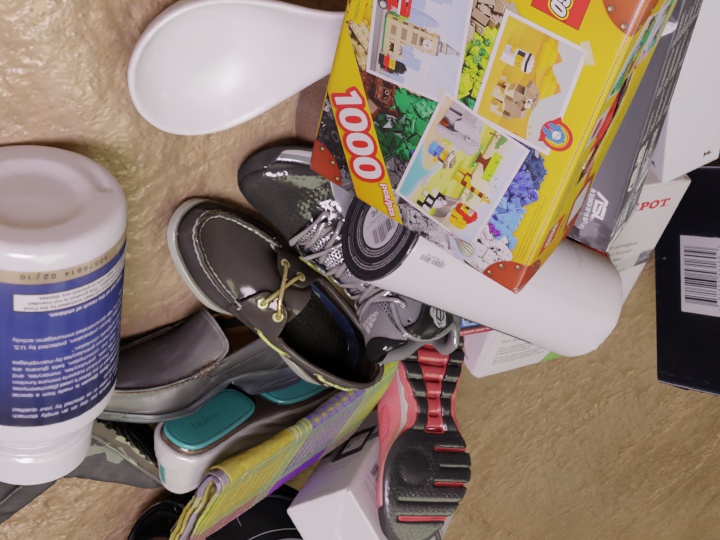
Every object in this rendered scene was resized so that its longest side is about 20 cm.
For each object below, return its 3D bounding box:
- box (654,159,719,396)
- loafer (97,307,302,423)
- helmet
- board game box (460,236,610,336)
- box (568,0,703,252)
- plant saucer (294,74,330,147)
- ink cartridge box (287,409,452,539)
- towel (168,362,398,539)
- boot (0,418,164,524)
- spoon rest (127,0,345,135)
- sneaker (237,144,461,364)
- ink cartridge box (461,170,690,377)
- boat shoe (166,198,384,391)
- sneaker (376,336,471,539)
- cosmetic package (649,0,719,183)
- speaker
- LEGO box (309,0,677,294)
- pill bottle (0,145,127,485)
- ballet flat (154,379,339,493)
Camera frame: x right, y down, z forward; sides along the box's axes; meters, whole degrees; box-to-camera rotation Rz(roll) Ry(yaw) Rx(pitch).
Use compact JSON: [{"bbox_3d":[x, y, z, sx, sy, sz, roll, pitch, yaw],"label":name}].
[{"bbox_3d":[0.373,-0.001,1.050,0.198,0.123,0.201,-7,99,-32],"label":"box"},{"bbox_3d":[-0.122,0.057,0.868,0.199,0.073,0.073,-14,132,-39],"label":"loafer"},{"bbox_3d":[-0.099,0.284,1.031,0.190,0.200,0.200,13,124,-41],"label":"helmet"},{"bbox_3d":[0.091,0.004,0.900,0.199,0.019,0.103,-11,126,19],"label":"board game box"},{"bbox_3d":[0.107,-0.123,0.699,0.050,0.157,0.201,-48,157,-36],"label":"box"},{"bbox_3d":[0.050,-0.121,0.819,0.199,0.032,0.201,-20,141,-17],"label":"plant saucer"},{"bbox_3d":[0.022,0.200,1.044,0.066,0.116,0.200,-25,-169,26],"label":"ink cartridge box"},{"bbox_3d":[-0.059,0.143,0.925,0.200,0.023,0.144,-31,162,-36],"label":"towel"},{"bbox_3d":[-0.261,0.170,0.882,0.200,0.073,0.182,-44,129,4],"label":"boot"},{"bbox_3d":[-0.045,-0.142,0.696,0.199,0.061,0.100,-28,144,-9],"label":"spoon rest"},{"bbox_3d":[0.000,0.000,0.801,0.199,0.116,0.075,26,140,-26],"label":"sneaker"},{"bbox_3d":[0.162,-0.018,0.977,0.145,0.084,0.201,-10,138,-29],"label":"ink cartridge box"},{"bbox_3d":[-0.054,0.019,0.831,0.201,0.060,0.072,45,69,-38],"label":"boat shoe"},{"bbox_3d":[0.048,0.134,0.990,0.073,0.201,0.087,10,163,-13],"label":"sneaker"},{"bbox_3d":[0.177,-0.176,0.749,0.051,0.151,0.200,-26,143,-10],"label":"cosmetic package"},{"bbox_3d":[0.087,-0.003,0.787,0.199,0.081,0.081,20,119,-37],"label":"speaker"},{"bbox_3d":[0.068,-0.111,0.628,0.077,0.149,0.201,-44,159,-42],"label":"LEGO box"},{"bbox_3d":[-0.203,0.034,0.719,0.111,0.111,0.201,-11,132,-28],"label":"pill bottle"},{"bbox_3d":[-0.087,0.116,0.924,0.200,0.069,0.070,-26,149,-46],"label":"ballet flat"}]
